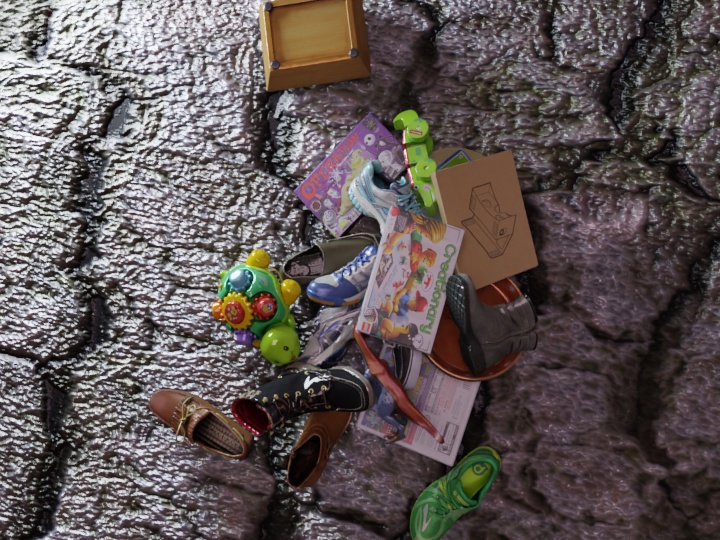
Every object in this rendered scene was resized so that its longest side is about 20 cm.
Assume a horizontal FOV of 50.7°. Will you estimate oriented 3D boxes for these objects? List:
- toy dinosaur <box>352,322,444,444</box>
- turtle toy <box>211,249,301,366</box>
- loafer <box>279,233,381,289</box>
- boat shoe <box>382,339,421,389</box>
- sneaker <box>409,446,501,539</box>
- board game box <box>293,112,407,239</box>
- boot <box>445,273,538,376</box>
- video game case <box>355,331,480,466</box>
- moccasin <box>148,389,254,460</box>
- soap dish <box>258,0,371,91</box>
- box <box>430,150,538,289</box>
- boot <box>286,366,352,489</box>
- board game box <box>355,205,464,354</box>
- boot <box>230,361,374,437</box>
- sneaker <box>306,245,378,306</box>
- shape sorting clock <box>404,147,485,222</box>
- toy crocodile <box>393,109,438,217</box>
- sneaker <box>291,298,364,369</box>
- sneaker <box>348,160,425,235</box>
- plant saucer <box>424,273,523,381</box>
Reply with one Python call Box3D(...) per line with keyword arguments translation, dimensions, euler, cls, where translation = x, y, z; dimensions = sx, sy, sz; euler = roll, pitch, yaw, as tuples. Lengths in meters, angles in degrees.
Box3D(translation=(0.044, 0.172, 1.228), dimensions=(0.195, 0.105, 0.186), euler=(-3, 108, 29), cls="toy dinosaur")
Box3D(translation=(-0.171, 0.073, 1.276), dimensions=(0.200, 0.101, 0.147), euler=(43, 119, 10), cls="turtle toy")
Box3D(translation=(-0.050, -0.014, 1.317), dimensions=(0.195, 0.070, 0.077), euler=(-20, 81, 3), cls="loafer")
Box3D(translation=(0.061, 0.094, 1.247), dimensions=(0.066, 0.073, 0.206), euler=(-1, 100, -18), cls="boat shoe")
Box3D(translation=(0.151, 0.367, 1.240), dimensions=(0.074, 0.084, 0.201), euler=(42, 89, 9), cls="sneaker")
Box3D(translation=(-0.010, -0.168, 1.356), dimensions=(0.120, 0.032, 0.200), euler=(44, 89, 13), cls="board game box")
Box3D(translation=(0.210, 0.065, 1.194), dimensions=(0.128, 0.203, 0.068), euler=(-25, 37, -9), cls="boot")
Box3D(translation=(0.106, 0.203, 1.298), dimensions=(0.178, 0.023, 0.205), euler=(20, 86, 8), cls="video game case")
Box3D(translation=(-0.277, 0.265, 1.298), dimensions=(0.199, 0.078, 0.075), euler=(33, 86, 9), cls="moccasin")
Box3D(translation=(-0.085, -0.418, 1.368), dimensions=(0.194, 0.081, 0.162), euler=(-8, 82, 3), cls="soap dish")
Box3D(translation=(0.209, -0.083, 1.267), dimensions=(0.160, 0.021, 0.206), euler=(-18, 96, -23), cls="box")
Box3D(translation=(-0.069, 0.256, 1.240), dimensions=(0.075, 0.155, 0.204), euler=(25, 85, 8), cls="boot")
Box3D(translation=(0.078, 0.015, 1.201), dimensions=(0.123, 0.035, 0.206), euler=(16, 86, -4), cls="board game box")
Box3D(translation=(-0.090, 0.199, 1.154), dimensions=(0.197, 0.149, 0.075), euler=(8, 111, 41), cls="boot")
Box3D(translation=(0.000, 0.000, 1.272), dimensions=(0.195, 0.075, 0.091), euler=(-11, 119, -25), cls="sneaker")
Box3D(translation=(0.161, -0.117, 1.325), dimensions=(0.194, 0.039, 0.206), euler=(-1, 78, 6), cls="shape sorting clock")
Box3D(translation=(0.099, -0.186, 1.295), dimensions=(0.060, 0.068, 0.205), euler=(-13, 67, 9), cls="toy crocodile")
Box3D(translation=(-0.054, 0.110, 1.308), dimensions=(0.199, 0.077, 0.086), euler=(-39, 71, -8), cls="sneaker")
Box3D(translation=(0.064, -0.102, 1.263), dimensions=(0.199, 0.077, 0.087), euler=(42, 130, 14), cls="sneaker")
Box3D(translation=(0.187, 0.086, 1.284), dimensions=(0.194, 0.032, 0.206), euler=(1, 72, -2), cls="plant saucer")
